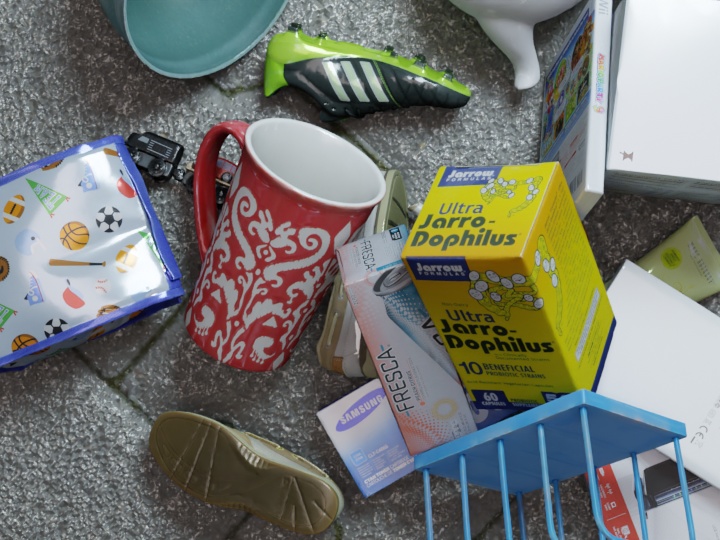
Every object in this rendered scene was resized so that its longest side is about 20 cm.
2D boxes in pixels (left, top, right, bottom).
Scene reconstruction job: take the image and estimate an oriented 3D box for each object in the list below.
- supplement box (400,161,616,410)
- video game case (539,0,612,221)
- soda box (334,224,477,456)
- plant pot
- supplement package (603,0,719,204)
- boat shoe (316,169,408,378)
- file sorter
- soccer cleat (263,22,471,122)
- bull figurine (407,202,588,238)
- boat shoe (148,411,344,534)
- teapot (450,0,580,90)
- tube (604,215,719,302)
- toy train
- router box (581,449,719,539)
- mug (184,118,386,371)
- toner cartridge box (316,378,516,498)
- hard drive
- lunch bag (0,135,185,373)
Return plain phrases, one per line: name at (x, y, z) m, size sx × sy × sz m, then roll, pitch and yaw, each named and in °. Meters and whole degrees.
supplement box at (0.130, 0.018, 1.101) m, size 0.108 × 0.200 × 0.110 m, roll 0°, pitch 46°, yaw 30°
video game case at (0.188, -0.127, 1.157) m, size 0.018 × 0.143 × 0.201 m, roll 10°, pitch 66°, yaw -7°
soda box at (0.041, 0.064, 1.142) m, size 0.068 × 0.064 × 0.200 m, roll -20°, pitch 123°, yaw 3°
plant pot at (-0.170, -0.298, 1.201) m, size 0.134 × 0.200 × 0.200 m, roll 41°, pitch 91°, yaw 30°
supplement package at (0.286, -0.145, 1.156) m, size 0.150 × 0.200 × 0.152 m, roll 7°, pitch 90°, yaw 3°
boat shoe at (0.000, 0.000, 1.229) m, size 0.068 × 0.075 × 0.201 m, roll 2°, pitch 74°, yaw 23°
file sorter at (0.166, 0.202, 1.124) m, size 0.200 × 0.138 × 0.123 m, roll -29°, pitch 53°, yaw 41°
soccer cleat at (0.005, -0.175, 1.246) m, size 0.199 × 0.068 × 0.081 m, roll 15°, pitch 107°, yaw 4°
bull figurine at (0.112, -0.021, 1.227) m, size 0.199 × 0.065 × 0.122 m, roll -19°, pitch 86°, yaw -9°
boat shoe at (-0.107, 0.192, 1.237) m, size 0.199 × 0.066 × 0.074 m, roll 26°, pitch 91°, yaw 16°
teapot at (0.162, -0.309, 1.199) m, size 0.200 × 0.146 × 0.198 m, roll -38°, pitch 56°, yaw 25°
tube at (0.251, 0.031, 1.231) m, size 0.200 × 0.058 × 0.052 m, roll -31°, pitch 50°, yaw -1°
toy train at (-0.137, -0.086, 1.262) m, size 0.199 × 0.034 × 0.046 m, roll 23°, pitch 79°, yaw 4°
router box at (0.302, 0.189, 1.225) m, size 0.179 × 0.049 × 0.201 m, roll -22°, pitch 88°, yaw 2°
mug at (-0.082, -0.030, 1.195) m, size 0.133 × 0.178 × 0.200 m, roll 9°, pitch 123°, yaw -28°
toner cartridge box at (0.067, 0.124, 1.241) m, size 0.200 × 0.043 × 0.095 m, roll -31°, pitch 87°, yaw 2°
hard drive at (0.291, 0.099, 1.189) m, size 0.200 × 0.027 × 0.132 m, roll 32°, pitch 90°, yaw 2°
lunch bag at (-0.279, -0.014, 1.223) m, size 0.199 × 0.124 × 0.171 m, roll -24°, pitch 87°, yaw 10°
